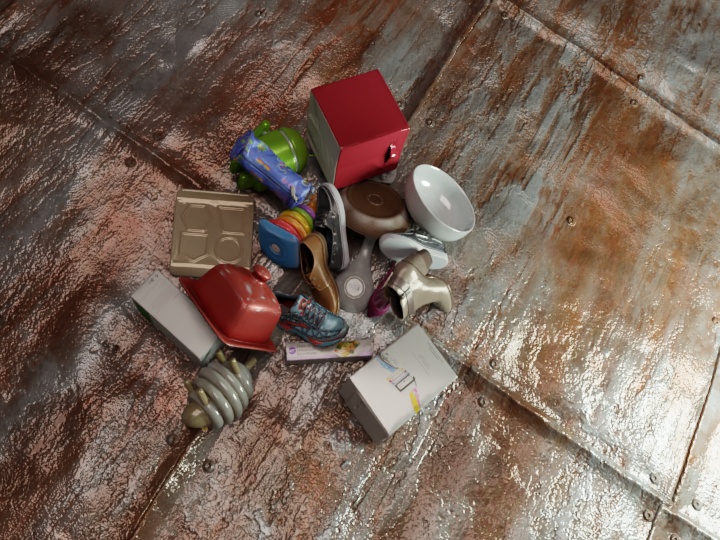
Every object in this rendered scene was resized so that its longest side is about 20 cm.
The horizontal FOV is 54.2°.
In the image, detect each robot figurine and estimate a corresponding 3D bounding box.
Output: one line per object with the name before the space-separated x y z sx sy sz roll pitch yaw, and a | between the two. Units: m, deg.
robot figurine | -0.209 -0.264 1.662 0.197 0.116 0.178 -28 82 -20

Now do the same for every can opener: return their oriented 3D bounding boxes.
can opener | -0.005 -0.253 1.740 0.194 0.067 0.054 4 112 -9

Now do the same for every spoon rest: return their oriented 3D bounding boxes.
spoon rest | 0.000 0.000 1.645 0.097 0.061 0.204 20 80 -1

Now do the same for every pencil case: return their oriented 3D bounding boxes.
pencil case | -0.197 -0.220 1.561 0.199 0.087 0.078 40 104 -21

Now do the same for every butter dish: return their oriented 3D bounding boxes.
butter dish | -0.242 0.053 1.459 0.148 0.198 0.200 -48 62 10

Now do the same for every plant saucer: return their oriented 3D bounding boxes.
plant saucer | 0.031 -0.157 1.669 0.195 0.037 0.203 11 41 -10

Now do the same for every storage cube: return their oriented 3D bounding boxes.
storage cube | -0.014 -0.327 1.639 0.176 0.172 0.203 -21 70 -18

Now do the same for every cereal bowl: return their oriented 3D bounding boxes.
cereal bowl | 0.179 -0.151 1.696 0.197 0.083 0.203 27 41 -25

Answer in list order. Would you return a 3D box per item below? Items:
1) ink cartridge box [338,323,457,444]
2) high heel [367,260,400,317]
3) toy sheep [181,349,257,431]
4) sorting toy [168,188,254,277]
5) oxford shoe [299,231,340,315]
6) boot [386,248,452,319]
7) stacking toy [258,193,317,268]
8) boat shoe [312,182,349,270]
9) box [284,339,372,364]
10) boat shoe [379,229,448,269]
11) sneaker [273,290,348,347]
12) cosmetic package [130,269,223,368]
ink cartridge box | 0.076 0.246 1.509 0.198 0.148 0.146 -35 79 -21
high heel | 0.080 0.032 1.656 0.067 0.096 0.201 37 47 -6
toy sheep | -0.285 0.246 1.447 0.199 0.138 0.138 -40 81 -27
sorting toy | -0.339 -0.081 1.615 0.180 0.037 0.206 4 73 -10
oxford shoe | -0.099 0.022 1.567 0.071 0.070 0.205 -32 110 -56
boot | 0.129 0.057 1.587 0.146 0.069 0.203 -46 122 -30
stacking toy | -0.143 -0.114 1.637 0.114 0.111 0.201 26 54 16
boat shoe | -0.077 -0.099 1.607 0.065 0.069 0.206 -8 91 -44
box | -0.070 0.181 1.562 0.194 0.042 0.040 -2 69 -11
boat shoe | 0.122 -0.061 1.631 0.196 0.072 0.069 14 53 -32
sneaker | -0.121 0.100 1.527 0.195 0.096 0.081 15 58 15
cosmetic package | -0.383 0.104 1.493 0.199 0.108 0.085 41 69 7
